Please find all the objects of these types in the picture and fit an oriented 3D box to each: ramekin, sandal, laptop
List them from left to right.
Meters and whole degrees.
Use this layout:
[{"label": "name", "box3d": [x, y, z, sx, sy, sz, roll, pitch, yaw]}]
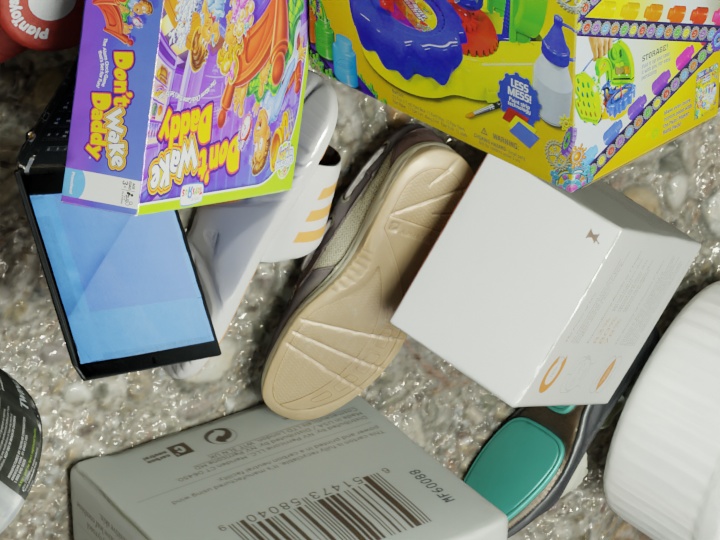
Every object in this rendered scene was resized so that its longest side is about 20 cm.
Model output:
[{"label": "laptop", "box3d": [-0.100, -0.056, 1.604, 0.200, 0.103, 0.177, -57, 164, 15]}, {"label": "sandal", "box3d": [-0.059, -0.027, 1.724, 0.059, 0.079, 0.207, 8, 119, -41]}, {"label": "ramekin", "box3d": [0.247, 0.103, 1.967, 0.201, 0.098, 0.201, -49, 155, -32]}]

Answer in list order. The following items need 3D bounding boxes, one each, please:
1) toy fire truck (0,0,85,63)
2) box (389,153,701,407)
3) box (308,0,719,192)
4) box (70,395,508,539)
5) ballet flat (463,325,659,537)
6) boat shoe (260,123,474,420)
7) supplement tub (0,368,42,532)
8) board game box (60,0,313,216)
[{"label": "toy fire truck", "box3d": [-0.229, -0.175, 1.493, 0.168, 0.112, 0.200, -28, 131, 4]}, {"label": "box", "box3d": [0.118, 0.007, 1.801, 0.125, 0.097, 0.200, -60, 162, 9]}, {"label": "box", "box3d": [0.081, -0.178, 1.545, 0.122, 0.200, 0.193, -27, 129, -36]}, {"label": "box", "box3d": [-0.044, 0.202, 1.783, 0.198, 0.200, 0.172, -17, 123, -28]}, {"label": "ballet flat", "box3d": [0.137, 0.106, 1.952, 0.073, 0.073, 0.200, 25, 97, -43]}, {"label": "boat shoe", "box3d": [0.000, 0.000, 1.785, 0.072, 0.065, 0.200, 21, 111, -25]}, {"label": "supplement tub", "box3d": [-0.275, 0.068, 1.584, 0.123, 0.122, 0.200, -49, 133, -2]}, {"label": "board game box", "box3d": [-0.085, -0.105, 1.538, 0.200, 0.045, 0.135, -15, 114, -68]}]
